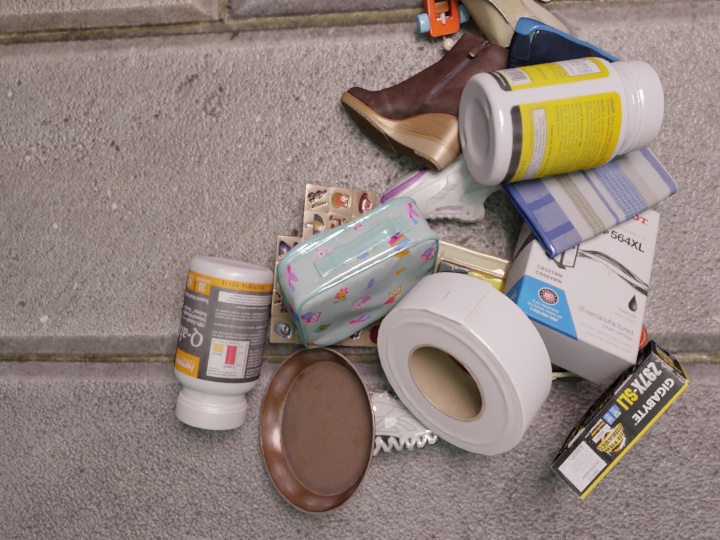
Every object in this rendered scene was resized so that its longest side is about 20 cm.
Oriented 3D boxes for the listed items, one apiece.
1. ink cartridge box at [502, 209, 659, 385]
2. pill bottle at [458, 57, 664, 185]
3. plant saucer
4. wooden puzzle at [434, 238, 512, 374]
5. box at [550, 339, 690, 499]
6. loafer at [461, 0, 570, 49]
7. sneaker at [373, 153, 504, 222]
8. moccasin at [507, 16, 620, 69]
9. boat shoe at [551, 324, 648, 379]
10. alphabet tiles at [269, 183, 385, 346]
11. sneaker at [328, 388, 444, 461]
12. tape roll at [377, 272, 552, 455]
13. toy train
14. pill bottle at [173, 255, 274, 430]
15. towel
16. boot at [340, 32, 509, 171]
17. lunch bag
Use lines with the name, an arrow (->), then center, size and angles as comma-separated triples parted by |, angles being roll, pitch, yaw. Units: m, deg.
ink cartridge box -> 0.255, 0.004, 0.712 | 0.142, 0.085, 0.205 | 22, 64, 3
pill bottle -> 0.214, -0.164, 0.655 | 0.193, 0.114, 0.119 | -10, 91, -10
plant saucer -> -0.053, 0.203, 0.784 | 0.195, 0.034, 0.208 | -7, 78, 36
wooden puzzle -> 0.150, 0.072, 0.794 | 0.193, 0.037, 0.192 | 16, 93, 5
box -> 0.296, 0.159, 0.688 | 0.049, 0.199, 0.162 | 39, 104, 22
loafer -> 0.170, -0.309, 0.736 | 0.195, 0.076, 0.070 | 25, 101, -20
sneaker -> 0.105, -0.090, 0.771 | 0.196, 0.075, 0.102 | -28, 102, 7
moccasin -> 0.246, -0.244, 0.731 | 0.194, 0.081, 0.070 | 9, 116, -28
boat shoe -> 0.275, 0.096, 0.753 | 0.192, 0.063, 0.074 | -8, 94, -10
alphabet tiles -> -0.033, -0.005, 0.797 | 0.161, 0.008, 0.208 | 4, 92, -16
sneaker -> 0.046, 0.194, 0.796 | 0.193, 0.075, 0.084 | -13, 82, 6
tape roll -> 0.114, 0.107, 0.691 | 0.070, 0.202, 0.204 | -38, 86, -34
toy train -> 0.153, -0.382, 0.774 | 0.194, 0.056, 0.154 | -19, 116, -4
pill bottle -> -0.181, 0.091, 0.791 | 0.112, 0.116, 0.208 | 10, 93, 5
towel -> 0.259, -0.111, 0.710 | 0.195, 0.024, 0.149 | -25, 68, -16
boot -> 0.084, -0.228, 0.766 | 0.198, 0.072, 0.168 | 35, 84, 31
lunch bag -> 0.000, 0.000, 0.719 | 0.196, 0.162, 0.078 | -28, 63, -11
